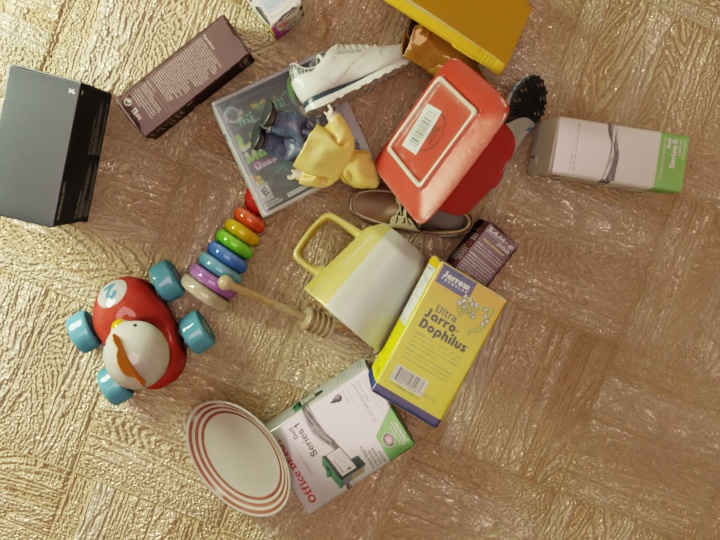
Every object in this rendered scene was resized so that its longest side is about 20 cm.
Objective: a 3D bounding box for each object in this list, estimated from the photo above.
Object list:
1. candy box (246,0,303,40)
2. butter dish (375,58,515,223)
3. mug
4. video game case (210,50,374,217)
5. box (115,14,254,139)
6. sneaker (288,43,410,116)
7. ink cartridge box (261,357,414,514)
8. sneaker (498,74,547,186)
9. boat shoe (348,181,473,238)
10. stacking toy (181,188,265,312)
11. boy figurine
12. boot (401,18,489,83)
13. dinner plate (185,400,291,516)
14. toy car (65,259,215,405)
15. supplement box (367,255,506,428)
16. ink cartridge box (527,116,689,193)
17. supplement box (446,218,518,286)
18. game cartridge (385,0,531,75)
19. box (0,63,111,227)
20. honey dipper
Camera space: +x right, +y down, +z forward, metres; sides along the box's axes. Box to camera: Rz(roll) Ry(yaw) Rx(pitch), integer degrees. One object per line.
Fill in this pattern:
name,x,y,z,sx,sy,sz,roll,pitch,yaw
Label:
candy box,-0.164,-0.437,1.365,0.061,0.136,0.201,-38,95,3
butter dish,0.144,-0.162,1.337,0.146,0.200,0.201,27,108,-35
mug,0.006,0.005,1.407,0.186,0.149,0.154,40,88,-22
video game case,-0.099,-0.205,1.417,0.197,0.023,0.185,-28,96,-18
box,-0.253,-0.281,1.393,0.199,0.100,0.075,-39,96,2
sneaker,-0.009,-0.303,1.405,0.197,0.076,0.082,-26,88,-18
ink cartridge box,-0.036,0.254,1.459,0.198,0.084,0.148,-34,95,0
sneaker,0.218,-0.213,1.443,0.071,0.072,0.202,36,78,-29
boat shoe,0.079,-0.093,1.440,0.195,0.072,0.078,6,95,-3
stacking toy,-0.185,-0.042,1.432,0.085,0.085,0.202,33,88,-5
boy figurine,-0.056,-0.178,1.378,0.196,0.065,0.126,20,113,-19
boot,0.124,-0.296,1.409,0.141,0.070,0.206,9,83,-23
dinner plate,-0.182,0.282,1.439,0.197,0.024,0.204,17,122,27
toy car,-0.329,0.100,1.373,0.182,0.200,0.179,-30,96,0
supplement box,0.104,0.096,1.332,0.108,0.109,0.203,29,94,-4
ink cartridge box,0.363,-0.170,1.410,0.195,0.146,0.086,9,95,-4
supplement box,0.148,0.020,1.436,0.060,0.109,0.201,37,93,-5
game cartridge,0.148,-0.392,1.386,0.198,0.033,0.178,33,50,-6
box,-0.441,-0.174,1.351,0.102,0.182,0.205,12,94,-4
honey dipper,-0.127,0.050,1.425,0.197,0.038,0.039,27,93,-26
